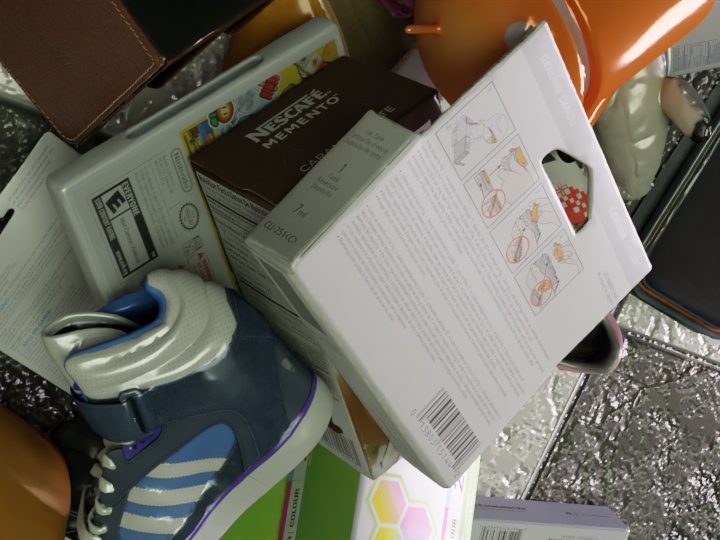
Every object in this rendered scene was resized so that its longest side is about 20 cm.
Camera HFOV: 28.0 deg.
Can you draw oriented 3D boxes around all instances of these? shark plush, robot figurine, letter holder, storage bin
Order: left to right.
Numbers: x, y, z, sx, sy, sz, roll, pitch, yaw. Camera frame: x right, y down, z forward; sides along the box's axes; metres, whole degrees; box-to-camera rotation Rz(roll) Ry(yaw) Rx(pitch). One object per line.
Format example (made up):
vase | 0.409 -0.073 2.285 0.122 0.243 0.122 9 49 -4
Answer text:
letter holder | -0.154 -0.184 0.747 0.100 0.142 0.201 -40 98 -35
robot figurine | 0.111 -0.147 0.774 0.200 0.144 0.117 -37 80 -18
shark plush | 0.146 -0.143 0.888 0.090 0.083 0.201 -20 87 12
storage bin | 0.289 -0.029 0.947 0.145 0.134 0.201 29 99 -25

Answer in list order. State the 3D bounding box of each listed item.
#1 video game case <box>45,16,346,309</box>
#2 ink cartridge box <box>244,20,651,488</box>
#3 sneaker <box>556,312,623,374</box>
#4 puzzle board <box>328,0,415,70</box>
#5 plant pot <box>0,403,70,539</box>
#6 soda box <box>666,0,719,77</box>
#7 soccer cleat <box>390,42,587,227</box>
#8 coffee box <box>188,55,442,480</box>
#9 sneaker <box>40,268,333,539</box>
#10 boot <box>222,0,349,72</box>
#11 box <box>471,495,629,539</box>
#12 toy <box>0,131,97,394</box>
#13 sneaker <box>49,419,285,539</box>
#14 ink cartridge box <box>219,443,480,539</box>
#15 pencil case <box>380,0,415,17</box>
video game case | -0.064 -0.013 0.807 0.182 0.023 0.201 -34 130 -23
ink cartridge box | 0.055 -0.007 0.751 0.176 0.045 0.200 -45 134 -12
sneaker | 0.088 0.008 0.920 0.199 0.082 0.070 23 101 -24
puzzle board | 0.038 -0.190 0.869 0.150 0.017 0.201 -35 117 -5
plant pot | -0.269 0.123 0.794 0.183 0.200 0.201 30 98 -41
soda box | 0.196 -0.226 0.880 0.063 0.068 0.201 -12 113 -15
soccer cleat | 0.096 -0.083 0.887 0.199 0.069 0.085 18 113 -30
coffee box | 0.000 0.000 0.796 0.114 0.080 0.201 -37 131 -23
sneaker | -0.127 0.085 0.754 0.200 0.081 0.146 -42 118 12
boot | -0.073 -0.077 0.821 0.144 0.071 0.202 -35 126 -30
box | 0.094 0.262 1.038 0.155 0.041 0.201 7 106 -21
toy | -0.151 0.018 0.860 0.200 0.047 0.116 39 79 -33
sneaker | -0.120 0.171 0.903 0.199 0.075 0.080 33 60 -21
ink cartridge box | -0.025 0.151 0.878 0.199 0.075 0.149 27 64 -40
pencil case | 0.070 -0.236 0.811 0.200 0.083 0.087 -46 106 0
